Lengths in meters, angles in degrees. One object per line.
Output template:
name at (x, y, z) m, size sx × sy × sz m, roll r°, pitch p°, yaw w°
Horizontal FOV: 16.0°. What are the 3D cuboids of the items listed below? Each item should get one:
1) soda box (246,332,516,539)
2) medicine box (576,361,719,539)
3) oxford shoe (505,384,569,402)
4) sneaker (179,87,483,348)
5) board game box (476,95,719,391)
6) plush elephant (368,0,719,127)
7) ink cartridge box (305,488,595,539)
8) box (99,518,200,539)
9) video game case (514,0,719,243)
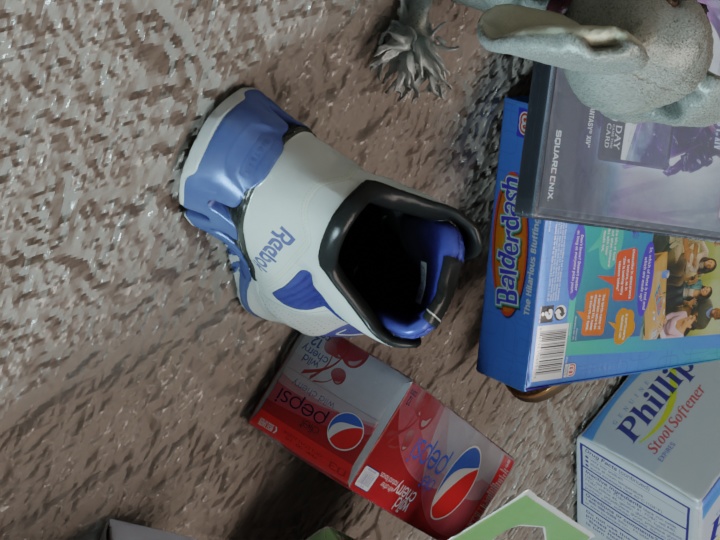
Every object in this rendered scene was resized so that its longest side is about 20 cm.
soda box at (0.014, 0.089, 1.339) m, size 0.064 × 0.070 × 0.200 m, roll -58°, pitch 156°, yaw -4°
medicine box at (0.243, 0.127, 1.800) m, size 0.182 × 0.103 × 0.200 m, roll -48°, pitch 155°, yaw -24°
oxford shoe at (0.122, -0.023, 1.450) m, size 0.071 × 0.071 × 0.201 m, roll 26°, pitch 89°, yaw -47°
sneaker at (0.000, 0.000, 1.151) m, size 0.081 × 0.115 × 0.199 m, roll -56°, pitch 156°, yaw -6°
board game box at (0.157, -0.022, 1.405) m, size 0.199 × 0.045 × 0.153 m, roll -5°, pitch 107°, yaw -38°
plush elephant at (0.106, -0.139, 1.150) m, size 0.164 × 0.154 × 0.201 m, roll 4°, pitch 113°, yaw -64°
ink cartridge box at (0.015, 0.166, 1.359) m, size 0.199 × 0.048 × 0.145 m, roll -35°, pitch 157°, yaw 7°
box at (-0.096, 0.240, 1.144) m, size 0.200 × 0.096 × 0.177 m, roll -110°, pitch -140°, yaw -66°
video game case at (0.167, -0.090, 1.353) m, size 0.199 × 0.019 × 0.144 m, roll 6°, pitch 92°, yaw -38°
